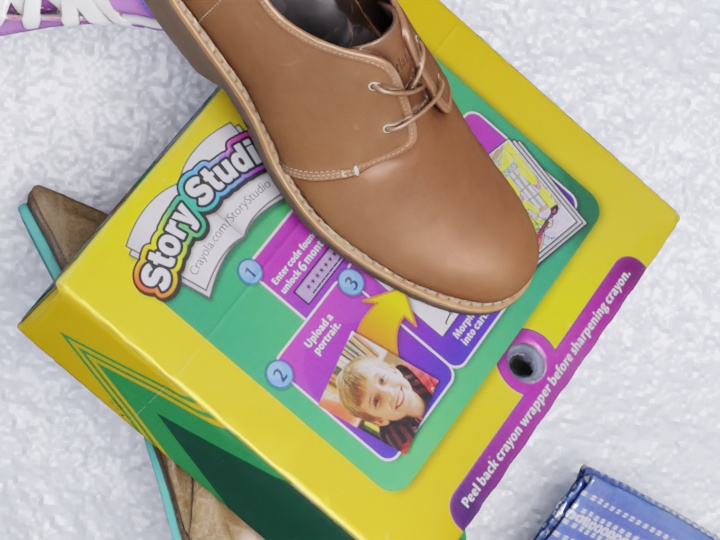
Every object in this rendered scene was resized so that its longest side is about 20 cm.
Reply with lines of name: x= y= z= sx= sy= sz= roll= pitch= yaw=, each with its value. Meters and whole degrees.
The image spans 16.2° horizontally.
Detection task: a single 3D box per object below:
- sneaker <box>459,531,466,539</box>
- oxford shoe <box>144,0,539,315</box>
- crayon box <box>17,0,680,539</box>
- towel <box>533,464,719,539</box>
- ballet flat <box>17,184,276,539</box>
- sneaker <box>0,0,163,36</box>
sneaker: x=0.008 y=0.133 z=1.013 sx=0.083 sy=0.074 sz=0.201 roll=22 pitch=95 yaw=1
oxford shoe: x=0.003 y=-0.058 z=0.895 sx=0.200 sy=0.071 sz=0.071 roll=46 pitch=61 yaw=-22
crayon box: x=0.000 y=0.000 z=0.961 sx=0.172 sy=0.058 sz=0.200 roll=40 pitch=61 yaw=-4
towel: x=0.092 y=0.192 z=1.026 sx=0.144 sy=0.024 sz=0.201 roll=30 pitch=96 yaw=-23
ballet flat: x=-0.063 y=0.042 z=0.987 sx=0.072 sy=0.068 sz=0.201 roll=-27 pitch=70 yaw=0
sneaker: x=-0.117 y=-0.116 z=0.933 sx=0.199 sy=0.114 sz=0.073 roll=-16 pitch=113 yaw=-19
